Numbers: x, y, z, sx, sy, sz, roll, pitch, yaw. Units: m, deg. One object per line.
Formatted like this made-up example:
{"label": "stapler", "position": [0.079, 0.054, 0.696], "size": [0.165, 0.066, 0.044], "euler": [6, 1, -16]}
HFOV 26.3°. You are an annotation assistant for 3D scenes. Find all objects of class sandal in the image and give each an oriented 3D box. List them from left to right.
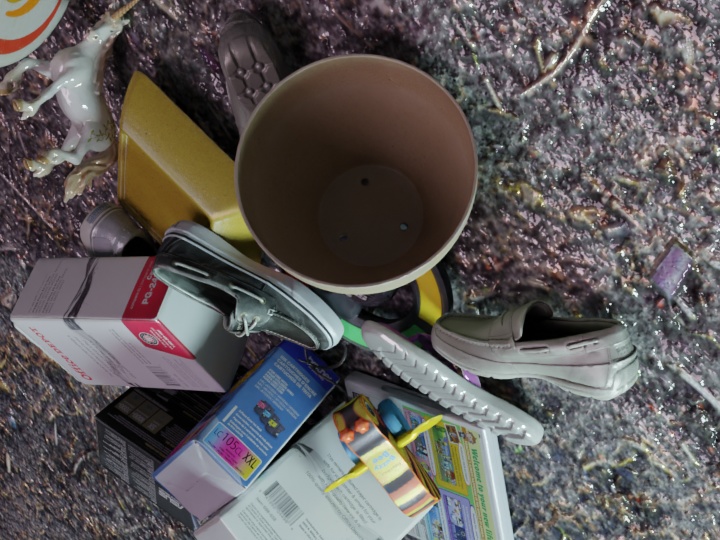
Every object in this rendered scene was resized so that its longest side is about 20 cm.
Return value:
{"label": "sandal", "position": [0.088, 0.096, 1.443], "size": [0.202, 0.050, 0.082], "euler": [35, 161, -13]}

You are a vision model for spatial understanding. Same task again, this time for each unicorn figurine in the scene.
{"label": "unicorn figurine", "position": [-0.284, -0.177, 1.537], "size": [0.074, 0.137, 0.200], "euler": [39, 147, 34]}

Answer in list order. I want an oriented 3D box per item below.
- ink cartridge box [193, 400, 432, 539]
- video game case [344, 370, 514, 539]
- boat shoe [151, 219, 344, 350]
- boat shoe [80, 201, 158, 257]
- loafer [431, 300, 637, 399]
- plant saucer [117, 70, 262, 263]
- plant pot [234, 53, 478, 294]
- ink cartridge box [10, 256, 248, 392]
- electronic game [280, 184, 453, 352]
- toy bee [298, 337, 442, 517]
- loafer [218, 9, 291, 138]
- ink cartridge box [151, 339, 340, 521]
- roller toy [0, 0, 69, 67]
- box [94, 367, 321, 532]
{"label": "ink cartridge box", "position": [-0.045, 0.252, 1.572], "size": [0.144, 0.200, 0.084], "euler": [51, 147, 0]}
{"label": "video game case", "position": [0.074, 0.209, 1.594], "size": [0.182, 0.022, 0.201], "euler": [17, 132, 38]}
{"label": "boat shoe", "position": [-0.114, 0.031, 1.497], "size": [0.200, 0.071, 0.072], "euler": [30, 149, -3]}
{"label": "boat shoe", "position": [-0.245, 0.004, 1.672], "size": [0.071, 0.070, 0.201], "euler": [38, 163, 26]}
{"label": "loafer", "position": [0.148, 0.057, 1.336], "size": [0.199, 0.070, 0.070], "euler": [8, 118, 35]}
{"label": "plant saucer", "position": [-0.182, -0.073, 1.559], "size": [0.200, 0.048, 0.200], "euler": [45, 153, 16]}
{"label": "plant pot", "position": [0.002, -0.066, 1.312], "size": [0.200, 0.200, 0.134], "euler": [40, 172, 14]}
{"label": "ink cartridge box", "position": [-0.241, 0.055, 1.614], "size": [0.199, 0.084, 0.145], "euler": [1, 147, 31]}
{"label": "electronic game", "position": [0.000, 0.000, 1.458], "size": [0.200, 0.042, 0.200], "euler": [24, 139, 22]}
{"label": "toy bee", "position": [0.004, 0.168, 1.506], "size": [0.200, 0.109, 0.131], "euler": [34, 100, -3]}
{"label": "loafer", "position": [-0.084, -0.150, 1.415], "size": [0.070, 0.070, 0.200], "euler": [-11, 135, 2]}
{"label": "ink cartridge box", "position": [-0.108, 0.151, 1.586], "size": [0.076, 0.200, 0.136], "euler": [46, 145, -2]}
{"label": "roller toy", "position": [-0.368, -0.295, 1.482], "size": [0.140, 0.200, 0.183], "euler": [28, 150, 26]}
{"label": "box", "position": [-0.166, 0.192, 1.713], "size": [0.200, 0.164, 0.086], "euler": [29, 139, 25]}
